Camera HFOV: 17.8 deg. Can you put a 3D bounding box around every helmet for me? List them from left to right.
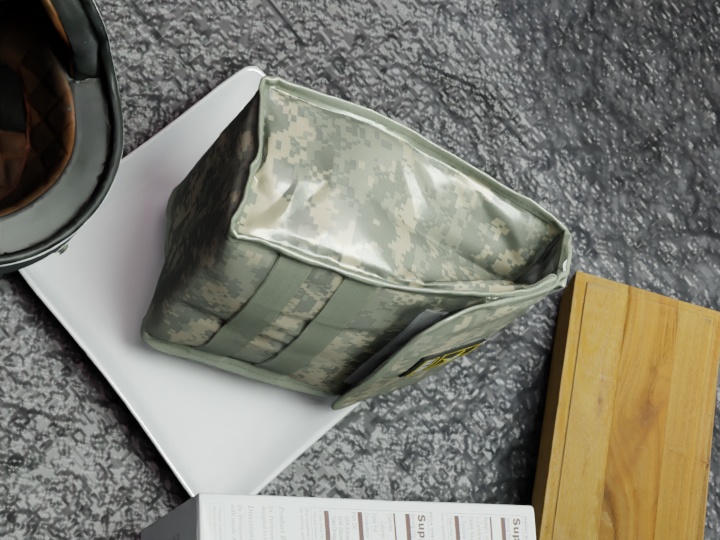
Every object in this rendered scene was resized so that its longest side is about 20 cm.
[{"bbox_3d":[-0.224,-0.095,1.217,0.198,0.192,0.201,-3,49,3],"label":"helmet"}]

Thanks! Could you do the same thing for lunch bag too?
[{"bbox_3d":[0.000,0.000,1.263,0.198,0.164,0.119,18,63,-17],"label":"lunch bag"}]

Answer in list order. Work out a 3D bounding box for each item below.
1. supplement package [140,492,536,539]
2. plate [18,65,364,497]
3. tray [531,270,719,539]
[{"bbox_3d":[-0.011,0.190,1.267,0.198,0.114,0.111,4,72,-21],"label":"supplement package"},{"bbox_3d":[-0.077,0.013,1.336,0.199,0.032,0.201,-39,92,-28],"label":"plate"},{"bbox_3d":[0.159,0.101,1.371,0.098,0.037,0.201,15,55,-5],"label":"tray"}]
